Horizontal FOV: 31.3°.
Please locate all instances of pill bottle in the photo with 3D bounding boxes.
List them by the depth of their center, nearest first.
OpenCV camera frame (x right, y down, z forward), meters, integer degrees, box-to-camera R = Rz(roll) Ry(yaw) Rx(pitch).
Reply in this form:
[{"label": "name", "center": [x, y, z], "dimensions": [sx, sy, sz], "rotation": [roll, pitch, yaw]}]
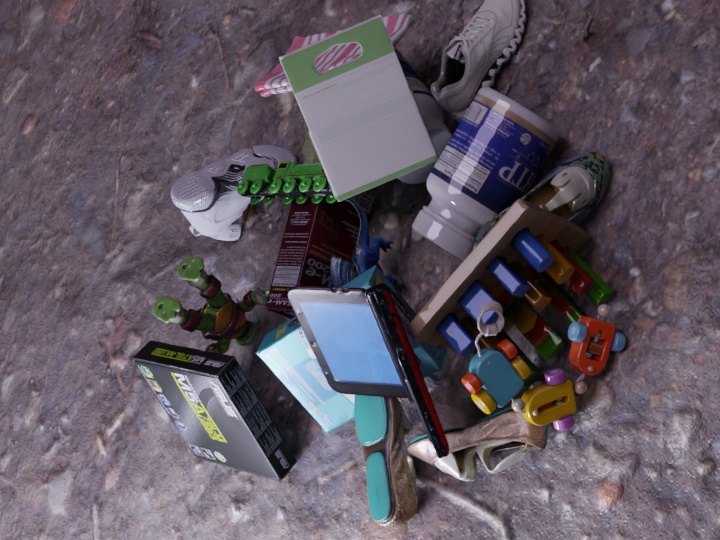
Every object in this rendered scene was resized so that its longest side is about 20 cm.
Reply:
[{"label": "pill bottle", "center": [0.153, -0.118, 1.630], "dimensions": [0.120, 0.119, 0.201], "rotation": [37, 99, 45]}, {"label": "pill bottle", "center": [0.047, -0.217, 1.775], "dimensions": [0.116, 0.115, 0.201], "rotation": [-46, 47, 18]}]

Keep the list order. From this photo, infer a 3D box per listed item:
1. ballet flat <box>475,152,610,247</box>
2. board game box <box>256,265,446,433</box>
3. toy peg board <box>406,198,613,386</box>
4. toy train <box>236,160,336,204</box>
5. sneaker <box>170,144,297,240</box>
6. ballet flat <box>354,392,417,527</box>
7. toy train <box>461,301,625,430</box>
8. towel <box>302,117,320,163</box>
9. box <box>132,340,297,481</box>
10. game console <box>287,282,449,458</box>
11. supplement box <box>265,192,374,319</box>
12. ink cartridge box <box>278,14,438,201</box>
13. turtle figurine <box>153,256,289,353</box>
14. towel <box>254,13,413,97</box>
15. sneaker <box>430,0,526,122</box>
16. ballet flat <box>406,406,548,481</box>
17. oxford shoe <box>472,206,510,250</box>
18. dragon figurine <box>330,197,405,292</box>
[{"label": "ballet flat", "center": [0.226, -0.073, 1.536], "dimensions": [0.200, 0.074, 0.074], "rotation": [-40, 46, -6]}, {"label": "board game box", "center": [-0.012, 0.105, 1.667], "dimensions": [0.199, 0.151, 0.047], "rotation": [-32, 18, 28]}, {"label": "toy peg board", "center": [0.188, 0.039, 1.487], "dimensions": [0.200, 0.199, 0.098], "rotation": [-50, 62, 14]}, {"label": "toy train", "center": [-0.095, -0.123, 1.769], "dimensions": [0.199, 0.042, 0.057], "rotation": [1, 61, 45]}, {"label": "sneaker", "center": [-0.187, -0.117, 1.983], "dimensions": [0.198, 0.115, 0.075], "rotation": [-20, 53, -5]}, {"label": "ballet flat", "center": [0.036, 0.223, 1.624], "dimensions": [0.070, 0.065, 0.202], "rotation": [-22, 66, 45]}, {"label": "toy train", "center": [0.199, 0.099, 1.459], "dimensions": [0.056, 0.198, 0.152], "rotation": [20, 98, 65]}, {"label": "towel", "center": [-0.029, -0.202, 1.760], "dimensions": [0.200, 0.036, 0.150], "rotation": [25, 117, 59]}, {"label": "box", "center": [-0.203, 0.193, 1.779], "dimensions": [0.192, 0.201, 0.048], "rotation": [9, 45, 45]}, {"label": "game console", "center": [0.010, 0.120, 1.500], "dimensions": [0.118, 0.201, 0.173], "rotation": [-21, 43, 2]}, {"label": "supplement box", "center": [-0.055, -0.026, 1.791], "dimensions": [0.061, 0.108, 0.202], "rotation": [2, 74, 44]}, {"label": "ink cartridge box", "center": [-0.002, -0.207, 1.640], "dimensions": [0.144, 0.201, 0.048], "rotation": [-22, 14, 4]}, {"label": "turtle figurine", "center": [-0.181, 0.076, 1.804], "dimensions": [0.143, 0.194, 0.201], "rotation": [-35, 47, 16]}, {"label": "towel", "center": [-0.037, -0.299, 1.764], "dimensions": [0.199, 0.030, 0.147], "rotation": [-9, 31, 32]}, {"label": "sneaker", "center": [0.159, -0.302, 1.734], "dimensions": [0.075, 0.081, 0.201], "rotation": [19, 84, 47]}, {"label": "ballet flat", "center": [0.139, 0.214, 1.538], "dimensions": [0.199, 0.068, 0.068], "rotation": [-25, 64, 35]}, {"label": "oxford shoe", "center": [0.160, 0.010, 1.592], "dimensions": [0.201, 0.075, 0.058], "rotation": [-55, 18, 12]}, {"label": "dragon figurine", "center": [0.000, 0.000, 1.709], "dimensions": [0.058, 0.099, 0.202], "rotation": [-9, 100, 38]}]
